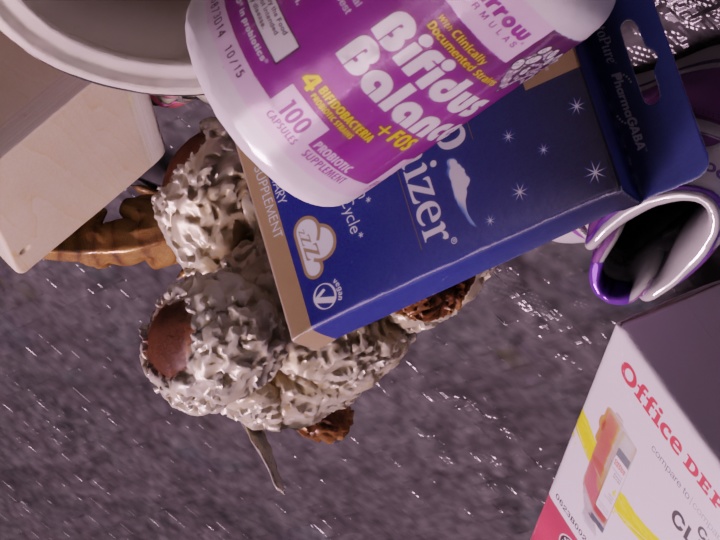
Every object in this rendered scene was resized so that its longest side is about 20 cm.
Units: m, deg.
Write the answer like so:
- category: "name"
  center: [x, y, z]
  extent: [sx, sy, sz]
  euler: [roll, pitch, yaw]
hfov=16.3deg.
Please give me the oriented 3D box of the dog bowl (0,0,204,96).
- category: "dog bowl"
  center: [-0.079, -0.172, 1.101]
  extent: [0.198, 0.074, 0.201]
  euler: [-2, 139, -2]

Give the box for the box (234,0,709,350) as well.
- category: "box"
  center: [0.043, -0.060, 1.103]
  extent: [0.199, 0.122, 0.032]
  euler: [-24, 159, 19]

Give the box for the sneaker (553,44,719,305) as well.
- category: "sneaker"
  center: [0.114, -0.030, 1.163]
  extent: [0.072, 0.115, 0.200]
  euler: [37, 153, -12]

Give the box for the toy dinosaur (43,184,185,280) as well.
- category: "toy dinosaur"
  center: [-0.110, -0.022, 1.442]
  extent: [0.198, 0.061, 0.106]
  euler: [-11, -176, 9]

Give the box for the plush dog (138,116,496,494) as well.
- category: "plush dog"
  center: [0.000, 0.000, 1.235]
  extent: [0.171, 0.201, 0.161]
  euler: [-32, 120, 21]

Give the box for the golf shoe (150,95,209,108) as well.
- category: "golf shoe"
  center: [-0.085, -0.156, 1.226]
  extent: [0.091, 0.073, 0.200]
  euler: [1, 147, 22]

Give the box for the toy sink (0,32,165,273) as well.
- category: "toy sink"
  center: [-0.208, -0.117, 1.274]
  extent: [0.200, 0.112, 0.131]
  euler: [47, 168, 16]

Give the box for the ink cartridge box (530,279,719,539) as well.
- category: "ink cartridge box"
  center: [0.175, 0.123, 1.279]
  extent: [0.146, 0.083, 0.201]
  euler: [55, 150, 28]

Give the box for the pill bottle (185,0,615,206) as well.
- category: "pill bottle"
  center: [0.034, -0.122, 1.030]
  extent: [0.199, 0.113, 0.112]
  euler: [-34, 114, 23]
